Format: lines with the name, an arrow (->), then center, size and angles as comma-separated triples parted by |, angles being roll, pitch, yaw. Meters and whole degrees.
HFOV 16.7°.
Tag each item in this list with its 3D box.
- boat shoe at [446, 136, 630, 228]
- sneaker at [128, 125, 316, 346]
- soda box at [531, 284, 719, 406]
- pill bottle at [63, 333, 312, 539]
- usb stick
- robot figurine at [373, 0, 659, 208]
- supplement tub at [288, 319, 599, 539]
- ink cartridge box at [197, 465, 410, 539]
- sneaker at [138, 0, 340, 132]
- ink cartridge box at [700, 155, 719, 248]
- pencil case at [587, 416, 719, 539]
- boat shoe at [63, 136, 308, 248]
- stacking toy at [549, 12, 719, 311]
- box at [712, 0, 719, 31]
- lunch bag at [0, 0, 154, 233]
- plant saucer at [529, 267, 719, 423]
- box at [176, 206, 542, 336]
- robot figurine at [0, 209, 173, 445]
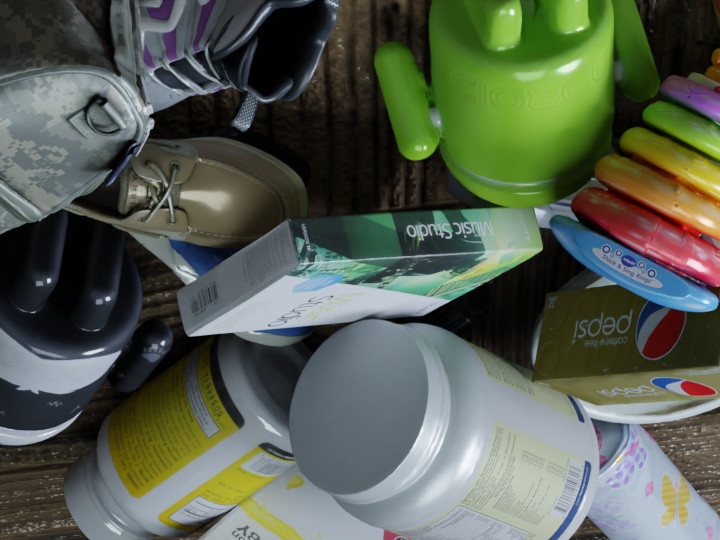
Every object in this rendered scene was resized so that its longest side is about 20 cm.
boat shoe -> 0.155, -0.067, 1.670 | 0.199, 0.072, 0.062 | 4, 114, -19
sneaker -> -0.066, -0.025, 1.659 | 0.111, 0.077, 0.200 | -23, 132, 30
soda box -> 0.202, 0.048, 1.649 | 0.064, 0.068, 0.200 | 20, 164, -30
pill bottle -> -0.123, 0.127, 1.799 | 0.200, 0.112, 0.111 | -35, 133, 28
usb stick -> 0.015, 0.068, 1.804 | 0.200, 0.055, 0.033 | -36, 91, 29
robot figurine -> 0.102, -0.121, 1.547 | 0.174, 0.116, 0.201 | -17, 140, -8
supplement tub -> 0.059, 0.120, 1.718 | 0.145, 0.146, 0.200 | -33, 144, 26
ink cartridge box -> -0.046, 0.234, 1.836 | 0.145, 0.200, 0.083 | 45, 130, 7
sneaker -> -0.084, -0.128, 1.489 | 0.077, 0.140, 0.200 | 23, 130, -32
ink cartridge box -> 0.311, -0.063, 1.636 | 0.136, 0.077, 0.200 | -35, 165, 23
pencil case -> 0.211, 0.175, 1.935 | 0.090, 0.083, 0.200 | 4, 150, 36
boat shoe -> -0.132, -0.052, 1.564 | 0.199, 0.065, 0.073 | 15, 109, 16
stacking toy -> 0.209, -0.079, 1.523 | 0.116, 0.110, 0.201 | 28, 93, 7
box -> 0.254, -0.188, 1.547 | 0.075, 0.050, 0.200 | -16, 139, 6
lunch bag -> -0.204, -0.129, 1.424 | 0.167, 0.201, 0.139 | -25, 137, 21
plant saucer -> 0.219, 0.033, 1.796 | 0.199, 0.050, 0.201 | -5, 138, -4
box -> 0.000, 0.000, 1.602 | 0.199, 0.037, 0.144 | -6, 165, -36
robot figurine -> -0.220, 0.034, 1.661 | 0.125, 0.150, 0.200 | -36, 169, -39
